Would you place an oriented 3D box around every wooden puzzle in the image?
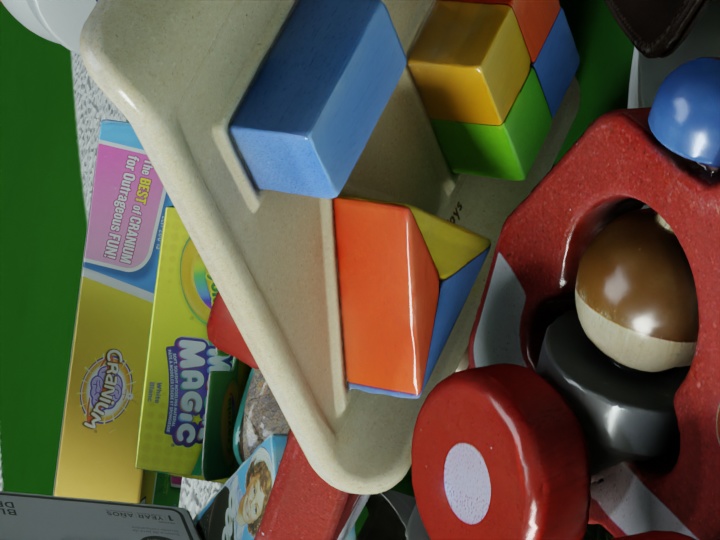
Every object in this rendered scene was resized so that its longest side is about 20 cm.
[{"bbox_3d":[0.010,-0.059,0.822,0.046,0.200,0.186,6,53,32],"label":"wooden puzzle"}]

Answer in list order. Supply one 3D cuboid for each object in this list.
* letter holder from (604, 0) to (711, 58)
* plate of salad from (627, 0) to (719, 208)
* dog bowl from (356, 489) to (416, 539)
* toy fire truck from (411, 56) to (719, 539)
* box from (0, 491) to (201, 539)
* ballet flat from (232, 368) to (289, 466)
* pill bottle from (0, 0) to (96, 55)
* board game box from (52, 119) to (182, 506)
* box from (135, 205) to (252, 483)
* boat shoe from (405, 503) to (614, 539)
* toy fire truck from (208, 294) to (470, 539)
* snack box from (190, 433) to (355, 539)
[{"bbox_3d":[0.075,-0.177,0.906,0.142,0.100,0.200,-59,19,24],"label":"letter holder"},{"bbox_3d":[0.143,-0.096,0.869,0.200,0.048,0.201,-54,26,41],"label":"plate of salad"},{"bbox_3d":[0.013,0.183,1.088,0.200,0.058,0.201,-174,90,-67],"label":"dog bowl"},{"bbox_3d":[0.107,0.034,0.784,0.200,0.112,0.168,48,132,42],"label":"toy fire truck"},{"bbox_3d":[-0.102,0.163,1.046,0.200,0.116,0.060,-124,46,-56],"label":"box"},{"bbox_3d":[0.000,0.000,1.162,0.067,0.068,0.201,-4,69,36],"label":"ballet flat"},{"bbox_3d":[-0.160,-0.191,1.529,0.200,0.115,0.116,-132,52,-61],"label":"pill bottle"},{"bbox_3d":[-0.105,0.033,1.296,0.153,0.040,0.201,-14,-69,-86],"label":"board game box"},{"bbox_3d":[-0.065,0.030,1.231,0.200,0.048,0.118,-41,-42,-89],"label":"box"},{"bbox_3d":[0.060,0.114,0.973,0.071,0.064,0.200,-35,18,17],"label":"boat shoe"},{"bbox_3d":[0.017,0.015,0.995,0.200,0.112,0.168,-61,-4,-35],"label":"toy fire truck"},{"bbox_3d":[-0.034,0.178,1.079,0.116,0.037,0.201,131,140,-53],"label":"snack box"}]
